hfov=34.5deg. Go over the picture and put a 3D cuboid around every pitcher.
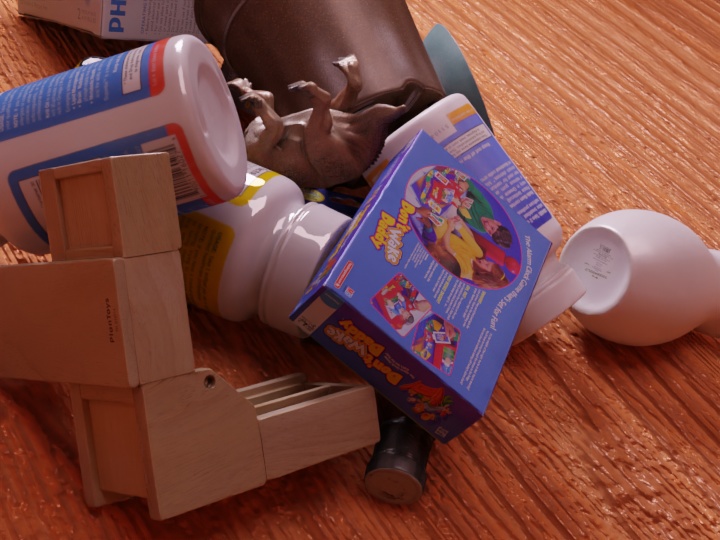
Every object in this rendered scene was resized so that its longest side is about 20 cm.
[{"bbox_3d":[0.258,0.003,1.078,0.200,0.121,0.171,8,11,-42],"label":"pitcher"}]

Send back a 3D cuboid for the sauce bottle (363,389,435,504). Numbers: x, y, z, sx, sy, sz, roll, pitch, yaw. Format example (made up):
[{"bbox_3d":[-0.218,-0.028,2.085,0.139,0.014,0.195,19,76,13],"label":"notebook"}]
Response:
[{"bbox_3d":[0.041,0.076,0.832,0.066,0.066,0.200,21,47,-2],"label":"sauce bottle"}]

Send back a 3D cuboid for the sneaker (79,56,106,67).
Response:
[{"bbox_3d":[-0.181,-0.134,0.947,0.112,0.073,0.200,11,4,-21],"label":"sneaker"}]

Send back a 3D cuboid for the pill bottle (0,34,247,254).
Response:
[{"bbox_3d":[-0.185,-0.075,0.762,0.200,0.112,0.112,-14,30,11],"label":"pill bottle"}]

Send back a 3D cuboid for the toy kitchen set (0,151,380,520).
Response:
[{"bbox_3d":[-0.118,0.029,0.738,0.180,0.200,0.163,-11,6,-44],"label":"toy kitchen set"}]

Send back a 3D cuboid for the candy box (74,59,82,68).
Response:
[{"bbox_3d":[-0.231,-0.127,1.034,0.102,0.026,0.200,22,31,-9],"label":"candy box"}]

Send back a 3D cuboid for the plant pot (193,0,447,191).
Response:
[{"bbox_3d":[-0.024,-0.194,1.063,0.200,0.200,0.198,-7,60,-40],"label":"plant pot"}]

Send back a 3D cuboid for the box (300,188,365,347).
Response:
[{"bbox_3d":[0.000,0.000,0.977,0.121,0.032,0.200,12,34,-18],"label":"box"}]

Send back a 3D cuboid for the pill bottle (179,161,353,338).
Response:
[{"bbox_3d":[-0.112,-0.031,0.857,0.200,0.114,0.114,23,30,13],"label":"pill bottle"}]

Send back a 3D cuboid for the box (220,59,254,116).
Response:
[{"bbox_3d":[-0.031,-0.183,1.228,0.200,0.048,0.158,28,32,9],"label":"box"}]

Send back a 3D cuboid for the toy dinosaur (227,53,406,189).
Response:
[{"bbox_3d":[-0.043,-0.090,0.932,0.200,0.136,0.086,-9,22,19],"label":"toy dinosaur"}]

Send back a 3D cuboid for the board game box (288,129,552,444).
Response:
[{"bbox_3d":[0.050,0.005,0.810,0.134,0.045,0.200,40,41,-8],"label":"board game box"}]

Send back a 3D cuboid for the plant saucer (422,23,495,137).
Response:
[{"bbox_3d":[0.091,-0.141,1.139,0.036,0.200,0.200,-19,40,-3],"label":"plant saucer"}]

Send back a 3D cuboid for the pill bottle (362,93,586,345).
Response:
[{"bbox_3d":[0.099,-0.039,0.980,0.200,0.112,0.112,55,36,3],"label":"pill bottle"}]

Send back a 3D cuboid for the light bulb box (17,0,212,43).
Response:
[{"bbox_3d":[-0.214,-0.303,1.169,0.200,0.125,0.198,-6,20,-38],"label":"light bulb box"}]
